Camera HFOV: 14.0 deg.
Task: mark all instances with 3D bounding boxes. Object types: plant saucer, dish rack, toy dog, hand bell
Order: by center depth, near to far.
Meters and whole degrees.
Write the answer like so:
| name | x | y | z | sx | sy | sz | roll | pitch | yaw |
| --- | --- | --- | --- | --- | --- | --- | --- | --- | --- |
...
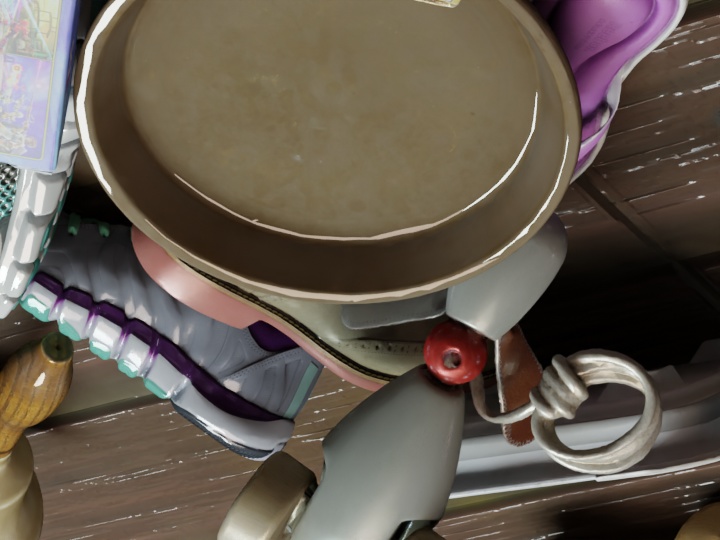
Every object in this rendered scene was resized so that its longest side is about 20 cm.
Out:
| name | x | y | z | sx | sy | sz | roll | pitch | yaw |
| --- | --- | --- | --- | --- | --- | --- | --- | --- | --- |
| plant saucer | -0.012 | -0.065 | 1.146 | 0.199 | 0.030 | 0.201 | 3 | 135 | 3 |
| toy dog | 0.029 | 0.064 | 1.252 | 0.200 | 0.132 | 0.096 | -38 | 178 | 9 |
| dish rack | 0.097 | 0.069 | 1.352 | 0.199 | 0.044 | 0.171 | -11 | -177 | 28 |
| hand bell | -0.175 | 0.078 | 1.427 | 0.104 | 0.105 | 0.200 | 18 | 148 | -16 |

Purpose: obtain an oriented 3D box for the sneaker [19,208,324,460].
| name | x | y | z | sx | sy | sz | roll | pitch | yaw |
| --- | --- | --- | --- | --- | --- | --- | --- | --- | --- |
| sneaker | -0.100 | 0.000 | 1.343 | 0.199 | 0.088 | 0.074 | 35 | 179 | -9 |

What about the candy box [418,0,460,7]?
| name | x | y | z | sx | sy | sz | roll | pitch | yaw |
| --- | --- | --- | --- | --- | --- | --- | --- | --- | --- |
| candy box | 0.044 | -0.188 | 0.928 | 0.056 | 0.117 | 0.200 | 15 | 149 | -12 |

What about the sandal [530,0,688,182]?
| name | x | y | z | sx | sy | sz | roll | pitch | yaw |
| --- | --- | --- | --- | --- | --- | --- | --- | --- | --- |
| sandal | 0.071 | -0.069 | 1.183 | 0.082 | 0.050 | 0.203 | 13 | 149 | -8 |

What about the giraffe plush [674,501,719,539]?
| name | x | y | z | sx | sy | sz | roll | pitch | yaw |
| --- | --- | --- | --- | --- | --- | --- | --- | --- | --- |
| giraffe plush | 0.185 | 0.192 | 1.512 | 0.199 | 0.173 | 0.162 | 33 | 121 | -19 |

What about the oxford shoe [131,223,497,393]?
| name | x | y | z | sx | sy | sz | roll | pitch | yaw |
| --- | --- | --- | --- | --- | --- | --- | --- | --- | --- |
| oxford shoe | 0.000 | 0.000 | 1.299 | 0.199 | 0.071 | 0.075 | 18 | 130 | -32 |

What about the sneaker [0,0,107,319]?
| name | x | y | z | sx | sy | sz | roll | pitch | yaw |
| --- | --- | --- | --- | --- | --- | --- | --- | --- | --- |
| sneaker | -0.161 | -0.060 | 1.224 | 0.091 | 0.078 | 0.201 | 19 | 130 | -4 |

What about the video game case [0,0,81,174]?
| name | x | y | z | sx | sy | sz | roll | pitch | yaw |
| --- | --- | --- | --- | --- | --- | --- | --- | --- | --- |
| video game case | -0.188 | -0.139 | 1.077 | 0.180 | 0.046 | 0.201 | 10 | 130 | -3 |
